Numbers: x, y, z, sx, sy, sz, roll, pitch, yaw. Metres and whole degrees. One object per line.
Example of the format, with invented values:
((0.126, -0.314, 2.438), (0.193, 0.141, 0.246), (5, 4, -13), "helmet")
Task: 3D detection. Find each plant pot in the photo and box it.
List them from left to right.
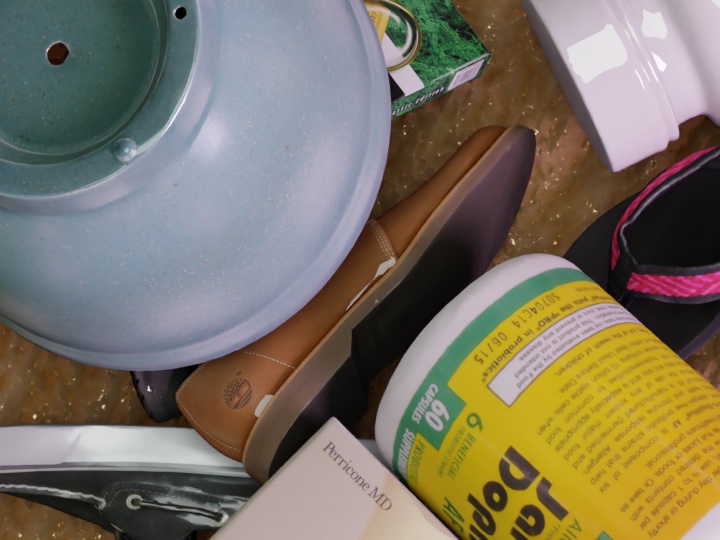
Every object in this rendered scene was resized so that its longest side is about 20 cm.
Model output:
((-0.099, -0.070, 1.081), (0.199, 0.134, 0.202), (-2, 79, 13), "plant pot")

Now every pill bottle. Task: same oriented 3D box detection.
((0.109, 0.095, 1.088), (0.113, 0.113, 0.200), (-47, 65, -1), "pill bottle")
((0.172, -0.126, 1.165), (0.199, 0.120, 0.120), (-27, 84, 1), "pill bottle")

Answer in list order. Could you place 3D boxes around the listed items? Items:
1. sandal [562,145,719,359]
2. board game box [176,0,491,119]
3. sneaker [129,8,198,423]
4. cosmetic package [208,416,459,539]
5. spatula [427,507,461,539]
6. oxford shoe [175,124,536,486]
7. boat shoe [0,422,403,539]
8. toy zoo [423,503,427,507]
((0.147, -0.020, 1.145), (0.199, 0.045, 0.075), (-32, 61, 25), "sandal")
((-0.043, -0.143, 1.190), (0.104, 0.023, 0.200), (-27, 72, -30), "board game box")
((-0.064, -0.037, 1.181), (0.088, 0.074, 0.201), (-1, 81, -1), "sneaker")
((-0.042, 0.166, 1.100), (0.105, 0.071, 0.200), (42, 83, 16), "cosmetic package")
((0.092, 0.115, 1.160), (0.199, 0.021, 0.057), (-9, 73, 4), "spatula")
((0.000, 0.000, 1.173), (0.071, 0.072, 0.200), (31, 61, 25), "oxford shoe")
((-0.077, 0.095, 1.190), (0.199, 0.069, 0.057), (3, 86, 2), "boat shoe")
((0.127, 0.118, 1.178), (0.199, 0.020, 0.132), (25, 80, 12), "toy zoo")
